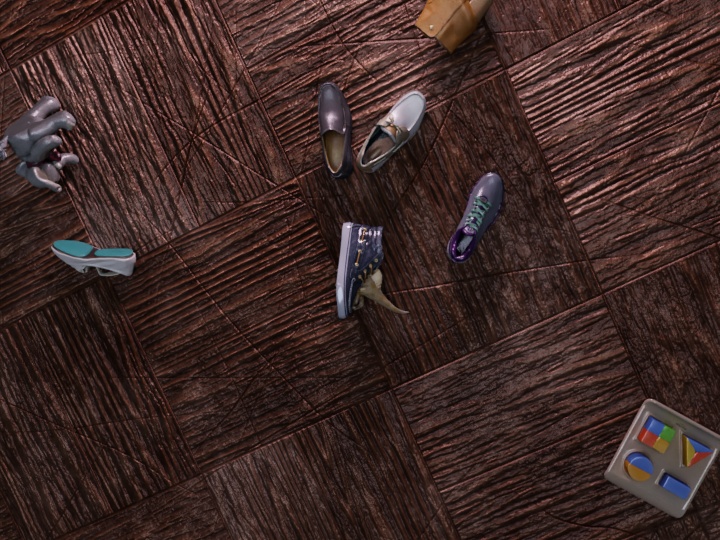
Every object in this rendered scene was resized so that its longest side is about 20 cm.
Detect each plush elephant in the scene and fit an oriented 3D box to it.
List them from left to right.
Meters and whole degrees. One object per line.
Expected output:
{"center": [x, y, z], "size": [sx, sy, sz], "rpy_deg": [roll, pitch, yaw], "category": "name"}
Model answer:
{"center": [-0.686, -0.251, 1.612], "size": [0.200, 0.156, 0.164], "rpy_deg": [-43, 45, -21], "category": "plush elephant"}

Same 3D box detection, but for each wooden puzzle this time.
{"center": [0.636, 0.397, 1.551], "size": [0.183, 0.046, 0.203], "rpy_deg": [28, 100, 4], "category": "wooden puzzle"}

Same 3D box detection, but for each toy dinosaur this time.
{"center": [0.011, 0.040, 1.589], "size": [0.101, 0.058, 0.201], "rpy_deg": [-38, 91, 9], "category": "toy dinosaur"}

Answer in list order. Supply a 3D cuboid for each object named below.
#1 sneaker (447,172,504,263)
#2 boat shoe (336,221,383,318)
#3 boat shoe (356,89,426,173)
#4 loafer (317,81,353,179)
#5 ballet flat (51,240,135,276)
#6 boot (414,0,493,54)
{"center": [0.241, -0.104, 1.525], "size": [0.073, 0.088, 0.203], "rpy_deg": [24, 100, 4], "category": "sneaker"}
{"center": [0.000, 0.000, 1.540], "size": [0.089, 0.071, 0.205], "rpy_deg": [4, 79, 5], "category": "boat shoe"}
{"center": [0.067, -0.285, 1.537], "size": [0.074, 0.068, 0.201], "rpy_deg": [37, 100, 2], "category": "boat shoe"}
{"center": [-0.053, -0.293, 1.550], "size": [0.071, 0.072, 0.204], "rpy_deg": [-11, 95, 10], "category": "loafer"}
{"center": [-0.599, -0.021, 1.667], "size": [0.196, 0.069, 0.071], "rpy_deg": [7, 98, 6], "category": "ballet flat"}
{"center": [0.155, -0.551, 1.491], "size": [0.144, 0.071, 0.201], "rpy_deg": [-44, 94, 7], "category": "boot"}
